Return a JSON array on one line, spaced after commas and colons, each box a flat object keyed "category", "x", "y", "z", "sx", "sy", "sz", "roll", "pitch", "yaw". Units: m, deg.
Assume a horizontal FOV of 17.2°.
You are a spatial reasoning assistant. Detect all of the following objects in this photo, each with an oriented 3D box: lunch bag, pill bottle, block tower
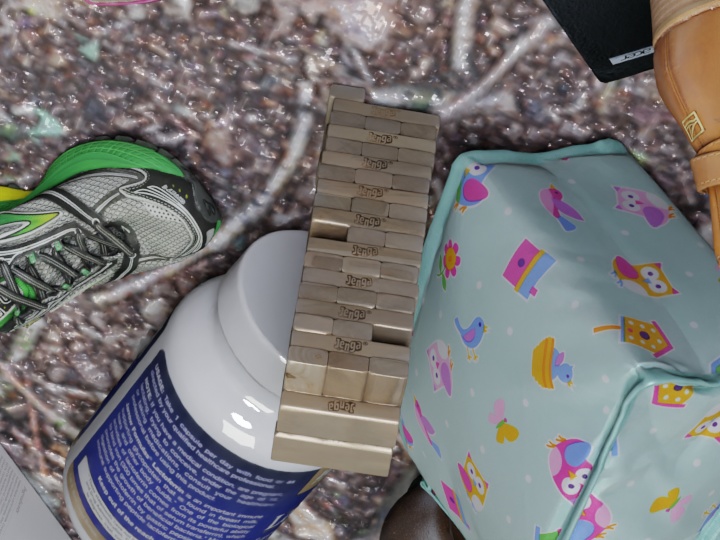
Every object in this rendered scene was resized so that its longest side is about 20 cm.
[{"category": "lunch bag", "x": 0.096, "y": 0.067, "z": 1.107, "sx": 0.121, "sy": 0.171, "sz": 0.201, "roll": -7, "pitch": 133, "yaw": -32}, {"category": "pill bottle", "x": -0.066, "y": 0.073, "z": 1.225, "sx": 0.115, "sy": 0.116, "sz": 0.200, "roll": 30, "pitch": 134, "yaw": -11}, {"category": "block tower", "x": 0.000, "y": 0.000, "z": 1.081, "sx": 0.058, "sy": 0.201, "sz": 0.054, "roll": 9, "pitch": 133, "yaw": -3}]

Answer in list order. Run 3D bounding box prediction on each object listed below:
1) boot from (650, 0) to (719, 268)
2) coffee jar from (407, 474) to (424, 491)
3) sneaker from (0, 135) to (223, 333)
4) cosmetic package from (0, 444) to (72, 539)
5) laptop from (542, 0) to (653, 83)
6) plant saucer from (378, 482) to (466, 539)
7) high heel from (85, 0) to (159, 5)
[{"category": "boot", "x": 0.204, "y": -0.059, "z": 0.959, "sx": 0.199, "sy": 0.155, "sz": 0.074, "roll": 4, "pitch": 152, "yaw": -25}, {"category": "coffee jar", "x": 0.047, "y": 0.207, "z": 1.255, "sx": 0.085, "sy": 0.200, "sz": 0.105, "roll": 5, "pitch": 134, "yaw": 12}, {"category": "sneaker", "x": -0.157, "y": -0.005, "z": 1.203, "sx": 0.199, "sy": 0.085, "sz": 0.078, "roll": -16, "pitch": 125, "yaw": 28}, {"category": "cosmetic package", "x": -0.234, "y": 0.176, "z": 1.394, "sx": 0.107, "sy": 0.085, "sz": 0.200, "roll": -14, "pitch": 125, "yaw": 26}, {"category": "laptop", "x": 0.144, "y": -0.187, "z": 0.977, "sx": 0.176, "sy": 0.103, "sz": 0.201, "roll": -16, "pitch": 100, "yaw": 17}, {"category": "plant saucer", "x": 0.108, "y": 0.156, "z": 1.198, "sx": 0.199, "sy": 0.200, "sz": 0.032, "roll": 20, "pitch": 121, "yaw": -2}, {"category": "high heel", "x": -0.022, "y": -0.148, "z": 1.019, "sx": 0.199, "sy": 0.096, "sz": 0.068, "roll": 4, "pitch": 133, "yaw": 12}]
